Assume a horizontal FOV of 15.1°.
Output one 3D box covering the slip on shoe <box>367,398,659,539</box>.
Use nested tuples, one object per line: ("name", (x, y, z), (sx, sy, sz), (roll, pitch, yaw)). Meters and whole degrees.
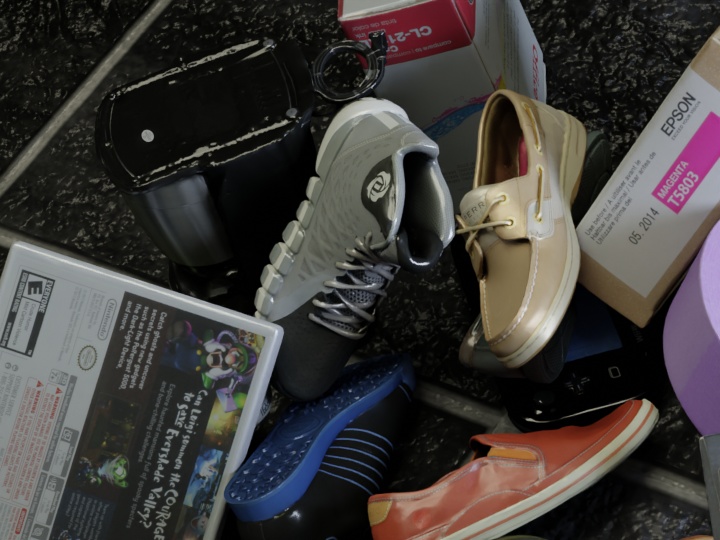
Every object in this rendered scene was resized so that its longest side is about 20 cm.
("slip on shoe", (0.093, 0.122, 1.647), (0.200, 0.074, 0.061), (-26, 84, -15))

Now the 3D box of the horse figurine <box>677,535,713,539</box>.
("horse figurine", (0.133, 0.215, 1.562), (0.200, 0.050, 0.133), (-5, 60, 1))

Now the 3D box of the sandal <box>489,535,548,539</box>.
("sandal", (0.036, 0.214, 1.606), (0.201, 0.080, 0.057), (-27, 18, -9))

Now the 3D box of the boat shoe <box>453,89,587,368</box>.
("boat shoe", (0.090, -0.029, 1.663), (0.074, 0.069, 0.200), (-39, 30, 38))

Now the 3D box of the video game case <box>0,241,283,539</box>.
("video game case", (-0.162, 0.103, 1.701), (0.182, 0.023, 0.200), (18, 92, 10))

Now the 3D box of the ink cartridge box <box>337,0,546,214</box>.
("ink cartridge box", (0.058, -0.157, 1.850), (0.083, 0.200, 0.146), (-13, 45, 16))

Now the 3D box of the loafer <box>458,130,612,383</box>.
("loafer", (0.112, -0.014, 1.740), (0.063, 0.072, 0.200), (0, 47, 23))

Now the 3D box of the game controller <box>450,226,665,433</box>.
("game controller", (0.126, 0.025, 1.764), (0.104, 0.042, 0.200), (-21, 45, 4))

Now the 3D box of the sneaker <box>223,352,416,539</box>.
("sneaker", (-0.017, 0.127, 1.719), (0.070, 0.078, 0.200), (-7, 24, 36))

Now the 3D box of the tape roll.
("tape roll", (0.282, 0.045, 1.593), (0.200, 0.066, 0.200), (10, 48, -12))

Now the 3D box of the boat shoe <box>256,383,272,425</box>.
("boat shoe", (-0.159, 0.083, 1.750), (0.200, 0.064, 0.071), (-16, 45, 8))

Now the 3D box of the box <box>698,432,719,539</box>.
("box", (0.264, 0.175, 1.452), (0.122, 0.200, 0.106), (-14, 45, 12))

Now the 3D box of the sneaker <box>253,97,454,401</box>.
("sneaker", (0.000, 0.000, 1.675), (0.115, 0.075, 0.200), (35, 112, 56))

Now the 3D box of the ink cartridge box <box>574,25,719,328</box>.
("ink cartridge box", (0.220, -0.085, 1.684), (0.075, 0.200, 0.165), (37, 36, 5))

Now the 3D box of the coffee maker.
("coffee maker", (-0.056, -0.039, 1.788), (0.192, 0.200, 0.135), (-3, 48, 18))
